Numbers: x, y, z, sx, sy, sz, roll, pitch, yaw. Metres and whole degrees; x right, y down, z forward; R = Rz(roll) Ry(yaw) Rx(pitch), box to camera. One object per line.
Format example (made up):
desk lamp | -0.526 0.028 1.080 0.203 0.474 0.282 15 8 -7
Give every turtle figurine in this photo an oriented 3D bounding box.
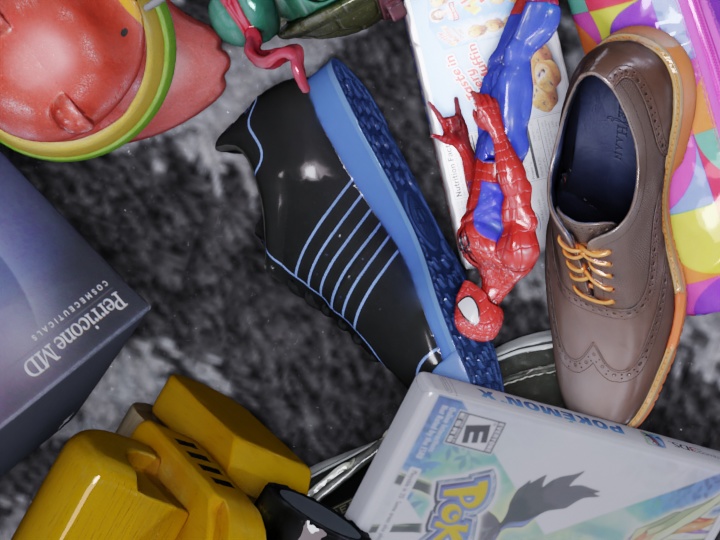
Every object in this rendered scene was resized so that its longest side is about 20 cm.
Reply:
turtle figurine | -0.008 -0.158 1.180 0.200 0.150 0.101 -29 120 -4

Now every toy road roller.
toy road roller | -0.103 0.122 1.222 0.146 0.200 0.123 27 96 -32

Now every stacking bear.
stacking bear | -0.135 -0.103 1.206 0.114 0.200 0.122 -32 96 3

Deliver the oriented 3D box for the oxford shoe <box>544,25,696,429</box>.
oxford shoe | 0.109 -0.011 1.228 0.071 0.073 0.200 10 111 27

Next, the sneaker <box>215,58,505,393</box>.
sneaker | 0.000 0.000 1.275 0.078 0.070 0.200 -29 76 17

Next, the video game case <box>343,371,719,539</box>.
video game case | 0.067 0.154 1.270 0.182 0.022 0.200 16 113 -25

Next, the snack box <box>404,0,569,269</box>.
snack box | 0.063 -0.106 1.295 0.072 0.024 0.200 -13 97 0

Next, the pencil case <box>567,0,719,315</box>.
pencil case | 0.160 -0.075 1.271 0.088 0.088 0.200 -21 96 2

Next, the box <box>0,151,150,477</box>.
box | -0.240 0.023 1.195 0.198 0.123 0.200 46 51 4

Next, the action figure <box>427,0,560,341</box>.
action figure | 0.064 -0.066 1.241 0.052 0.065 0.200 5 83 -15

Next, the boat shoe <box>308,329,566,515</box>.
boat shoe | 0.046 0.096 1.299 0.200 0.064 0.071 -31 96 2
